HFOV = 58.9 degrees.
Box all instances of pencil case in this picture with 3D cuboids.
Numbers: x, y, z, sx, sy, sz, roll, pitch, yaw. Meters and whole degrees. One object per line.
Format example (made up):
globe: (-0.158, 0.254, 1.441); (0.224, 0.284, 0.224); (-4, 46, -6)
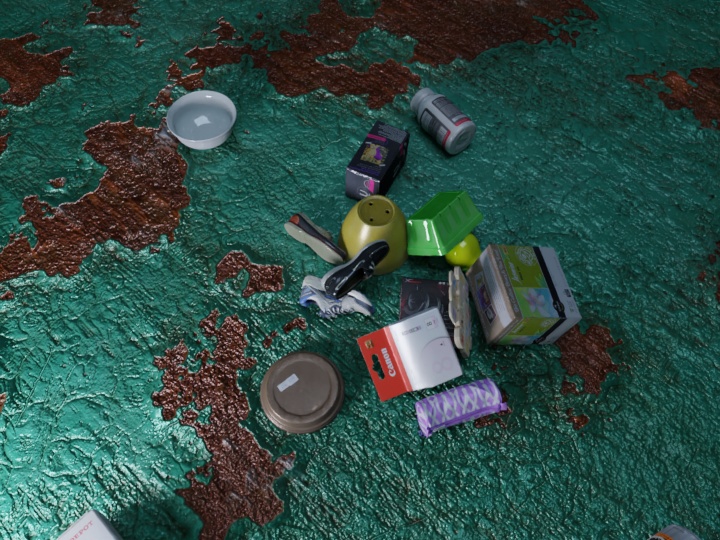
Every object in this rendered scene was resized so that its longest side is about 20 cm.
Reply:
pencil case: (0.219, 0.306, 1.425); (0.198, 0.085, 0.086); (-18, 26, -11)

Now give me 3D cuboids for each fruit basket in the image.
fruit basket: (0.233, -0.082, 1.649); (0.154, 0.216, 0.216); (4, 49, 46)

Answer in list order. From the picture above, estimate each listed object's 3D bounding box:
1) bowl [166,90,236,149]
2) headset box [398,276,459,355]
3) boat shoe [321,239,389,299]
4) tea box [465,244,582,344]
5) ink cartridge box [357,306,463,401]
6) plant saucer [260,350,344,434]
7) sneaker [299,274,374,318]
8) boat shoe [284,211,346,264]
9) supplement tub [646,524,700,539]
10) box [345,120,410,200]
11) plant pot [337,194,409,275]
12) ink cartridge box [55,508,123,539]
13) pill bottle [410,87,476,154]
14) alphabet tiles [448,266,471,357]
bowl: (-0.454, -0.420, 1.853); (0.198, 0.091, 0.203); (0, 59, -1)
headset box: (0.166, 0.125, 1.541); (0.147, 0.078, 0.202); (6, 57, 2)
boat shoe: (0.000, 0.000, 1.537); (0.199, 0.076, 0.060); (-38, 55, -14)
tea box: (0.384, 0.059, 1.524); (0.194, 0.134, 0.202); (1, 56, -22)
ink cartridge box: (0.112, 0.194, 1.449); (0.198, 0.057, 0.164); (-22, 91, -3)
plant saucer: (-0.134, 0.275, 1.472); (0.197, 0.030, 0.202); (0, 59, 0)
sneaker: (-0.061, 0.085, 1.573); (0.198, 0.077, 0.086); (17, 69, 18)
boat shoe: (-0.110, -0.087, 1.672); (0.199, 0.072, 0.063); (34, 61, 23)
supplement tub: (0.574, 0.595, 1.235); (0.198, 0.123, 0.123); (-24, 62, -16)
box: (0.047, -0.295, 1.768); (0.105, 0.123, 0.201); (24, 61, 12)
plant pot: (0.039, -0.110, 1.644); (0.197, 0.143, 0.202); (0, 59, -1)
ink cartridge box: (-0.511, 0.593, 1.235); (0.200, 0.088, 0.145); (40, 65, 19)
pill bottle: (0.237, -0.444, 1.870); (0.110, 0.111, 0.200); (-31, 64, -19)
alphabet tiles: (0.238, 0.096, 1.495); (0.014, 0.196, 0.202); (-8, 56, 20)
